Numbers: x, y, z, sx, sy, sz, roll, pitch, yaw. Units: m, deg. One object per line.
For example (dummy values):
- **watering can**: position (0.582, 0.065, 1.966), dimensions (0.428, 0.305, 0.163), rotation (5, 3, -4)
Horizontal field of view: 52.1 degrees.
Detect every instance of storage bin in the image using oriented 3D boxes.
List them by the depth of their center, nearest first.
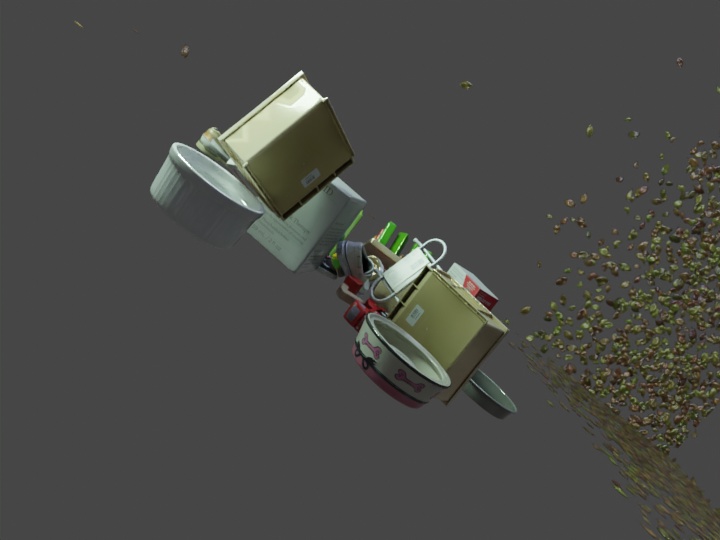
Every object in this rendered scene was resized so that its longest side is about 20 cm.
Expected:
- **storage bin**: position (-0.130, -0.228, 1.405), dimensions (0.094, 0.199, 0.199), rotation (46, -7, 33)
- **storage bin**: position (0.155, 0.128, 1.493), dimensions (0.093, 0.201, 0.199), rotation (22, 19, -51)

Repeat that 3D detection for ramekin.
- **ramekin**: position (-0.278, -0.128, 1.319), dimensions (0.200, 0.098, 0.201), rotation (39, 9, -7)

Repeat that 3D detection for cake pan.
- **cake pan**: position (0.291, 0.285, 1.777), dimensions (0.200, 0.037, 0.200), rotation (39, 10, -8)

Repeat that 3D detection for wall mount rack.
- **wall mount rack**: position (0.102, -0.001, 1.630), dimensions (0.174, 0.199, 0.075), rotation (56, 3, 42)

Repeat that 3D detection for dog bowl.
- **dog bowl**: position (0.068, 0.170, 1.348), dimensions (0.199, 0.074, 0.200), rotation (38, 10, -8)

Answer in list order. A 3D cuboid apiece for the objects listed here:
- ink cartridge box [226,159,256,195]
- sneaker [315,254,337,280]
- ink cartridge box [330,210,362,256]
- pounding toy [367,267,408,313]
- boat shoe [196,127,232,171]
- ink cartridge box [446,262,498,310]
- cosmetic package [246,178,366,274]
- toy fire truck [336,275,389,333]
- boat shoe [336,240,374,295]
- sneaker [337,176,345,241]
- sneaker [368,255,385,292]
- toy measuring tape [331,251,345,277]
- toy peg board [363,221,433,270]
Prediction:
- **ink cartridge box**: position (-0.208, -0.222, 1.771), dimensions (0.199, 0.085, 0.146), rotation (17, -29, 45)
- **sneaker**: position (-0.098, -0.069, 1.732), dimensions (0.200, 0.099, 0.071), rotation (47, 11, 32)
- **ink cartridge box**: position (-0.114, -0.152, 1.909), dimensions (0.199, 0.148, 0.076), rotation (37, 11, -7)
- **pounding toy**: position (0.135, 0.119, 1.738), dimensions (0.199, 0.143, 0.184), rotation (37, -4, -22)
- **boat shoe**: position (-0.350, -0.317, 2.001), dimensions (0.199, 0.069, 0.075), rotation (29, 14, -49)
- **ink cartridge box**: position (0.247, 0.106, 1.949), dimensions (0.083, 0.201, 0.144), rotation (27, 14, -34)
- **cosmetic package**: position (-0.121, -0.124, 1.594), dimensions (0.167, 0.201, 0.166), rotation (39, 10, 9)
- **toy fire truck**: position (-0.006, 0.073, 1.584), dimensions (0.141, 0.049, 0.200), rotation (41, 10, 13)
- **boat shoe**: position (0.000, 0.000, 1.713), dimensions (0.066, 0.075, 0.200), rotation (-2, -27, 16)
- **sneaker**: position (-0.070, -0.164, 1.694), dimensions (0.074, 0.083, 0.203), rotation (-18, 94, -59)
- **sneaker**: position (0.046, 0.019, 1.888), dimensions (0.112, 0.072, 0.200), rotation (36, -4, -18)
- **toy measuring tape**: position (-0.047, -0.014, 1.801), dimensions (0.073, 0.074, 0.200), rotation (39, 19, 3)
- **toy peg board**: position (0.096, -0.035, 2.058), dimensions (0.199, 0.098, 0.199), rotation (37, -19, -9)
